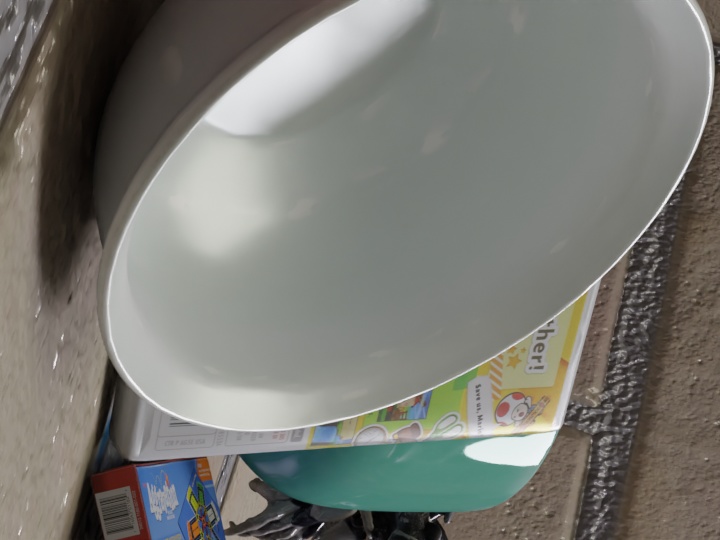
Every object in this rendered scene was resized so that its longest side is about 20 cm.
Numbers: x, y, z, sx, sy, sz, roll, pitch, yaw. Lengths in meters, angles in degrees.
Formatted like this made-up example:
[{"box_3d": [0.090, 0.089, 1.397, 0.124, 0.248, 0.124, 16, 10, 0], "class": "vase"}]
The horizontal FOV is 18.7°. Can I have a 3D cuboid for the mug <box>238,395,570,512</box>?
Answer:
[{"box_3d": [-0.003, 0.010, 0.917, 0.152, 0.114, 0.186, -56, -138, 39], "class": "mug"}]

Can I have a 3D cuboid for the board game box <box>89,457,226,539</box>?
[{"box_3d": [-0.069, 0.125, 0.849, 0.200, 0.019, 0.104, 51, 27, -85], "class": "board game box"}]

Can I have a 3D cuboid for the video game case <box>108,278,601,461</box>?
[{"box_3d": [0.012, -0.027, 0.764, 0.023, 0.181, 0.201, 48, -47, 52], "class": "video game case"}]

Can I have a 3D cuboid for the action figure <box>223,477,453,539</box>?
[{"box_3d": [-0.008, 0.141, 0.997, 0.200, 0.101, 0.119, -73, 147, -66], "class": "action figure"}]

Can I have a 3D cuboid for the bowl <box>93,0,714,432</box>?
[{"box_3d": [-0.001, -0.049, 0.655, 0.202, 0.200, 0.091, 99, -32, -51], "class": "bowl"}]
